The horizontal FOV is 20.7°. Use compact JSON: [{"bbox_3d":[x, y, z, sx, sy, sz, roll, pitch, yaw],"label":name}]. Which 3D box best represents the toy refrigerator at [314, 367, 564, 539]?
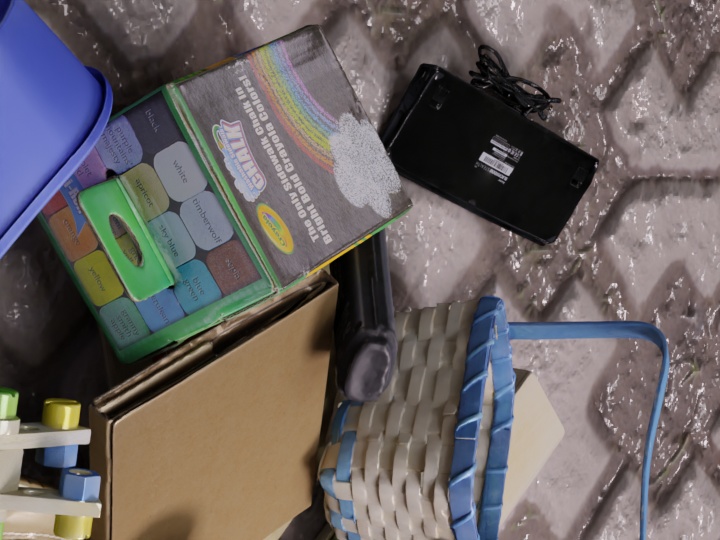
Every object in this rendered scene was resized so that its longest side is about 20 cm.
[{"bbox_3d":[0.047,0.152,1.320,0.200,0.076,0.070,-50,127,-28],"label":"toy refrigerator"}]

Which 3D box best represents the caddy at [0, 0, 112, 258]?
[{"bbox_3d":[-0.212,-0.048,0.981,0.200,0.141,0.105,-53,124,-26],"label":"caddy"}]

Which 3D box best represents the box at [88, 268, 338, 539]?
[{"bbox_3d":[-0.084,0.107,1.114,0.163,0.021,0.200,-32,146,-33],"label":"box"}]

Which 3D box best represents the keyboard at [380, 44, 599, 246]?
[{"bbox_3d":[0.091,-0.093,1.373,0.200,0.040,0.104,25,101,-46],"label":"keyboard"}]

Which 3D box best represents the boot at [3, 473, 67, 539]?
[{"bbox_3d":[-0.241,0.171,1.030,0.200,0.072,0.155,15,84,-40],"label":"boot"}]

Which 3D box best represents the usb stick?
[{"bbox_3d":[0.000,0.000,1.159,0.033,0.200,0.055,12,123,-11],"label":"usb stick"}]

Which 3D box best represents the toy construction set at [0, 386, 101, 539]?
[{"bbox_3d":[-0.227,0.077,0.906,0.200,0.131,0.092,22,86,-40],"label":"toy construction set"}]

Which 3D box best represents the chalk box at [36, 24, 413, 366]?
[{"bbox_3d":[-0.088,-0.036,1.066,0.200,0.124,0.124,-32,95,-54],"label":"chalk box"}]

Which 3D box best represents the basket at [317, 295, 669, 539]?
[{"bbox_3d":[0.084,0.102,1.213,0.139,0.200,0.176,70,29,-51],"label":"basket"}]

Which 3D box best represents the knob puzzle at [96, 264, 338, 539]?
[{"bbox_3d":[-0.080,0.076,1.210,0.220,0.030,0.220,-10,104,-44],"label":"knob puzzle"}]
